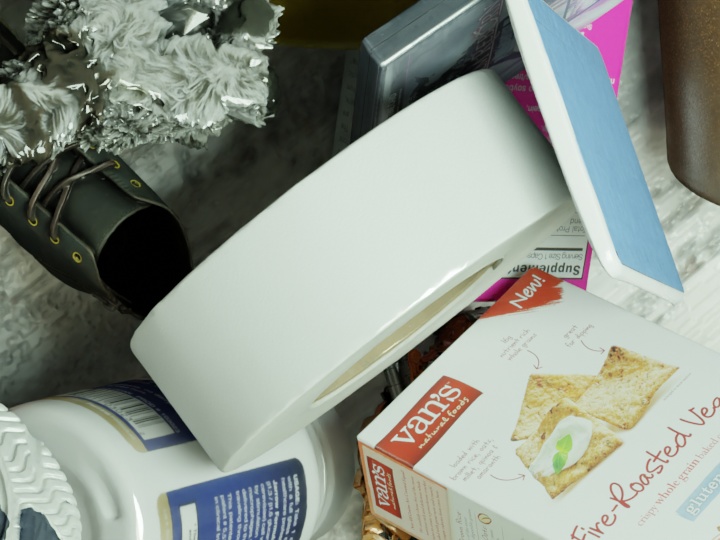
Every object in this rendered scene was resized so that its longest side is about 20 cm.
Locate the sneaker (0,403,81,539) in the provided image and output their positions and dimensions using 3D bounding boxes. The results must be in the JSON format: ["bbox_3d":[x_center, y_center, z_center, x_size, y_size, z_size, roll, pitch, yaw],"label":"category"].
[{"bbox_3d":[-0.221,0.106,1.242,0.198,0.080,0.130,23,128,0],"label":"sneaker"}]

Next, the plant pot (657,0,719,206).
[{"bbox_3d":[0.230,-0.141,1.424,0.199,0.200,0.199,-15,118,-25],"label":"plant pot"}]

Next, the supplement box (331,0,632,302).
[{"bbox_3d":[0.057,-0.092,1.387,0.103,0.101,0.201,2,104,-31],"label":"supplement box"}]

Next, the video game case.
[{"bbox_3d":[0.081,-0.124,1.259,0.200,0.143,0.019,-36,78,-12],"label":"video game case"}]

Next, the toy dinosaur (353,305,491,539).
[{"bbox_3d":[0.035,0.099,1.407,0.200,0.102,0.136,-43,114,-34],"label":"toy dinosaur"}]

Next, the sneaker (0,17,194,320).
[{"bbox_3d":[-0.148,-0.059,1.280,0.075,0.106,0.200,-50,120,-7],"label":"sneaker"}]

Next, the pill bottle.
[{"bbox_3d":[-0.088,0.103,1.324,0.200,0.111,0.112,-10,112,-58],"label":"pill bottle"}]

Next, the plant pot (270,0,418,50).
[{"bbox_3d":[-0.030,-0.199,1.273,0.199,0.200,0.143,18,72,-32],"label":"plant pot"}]

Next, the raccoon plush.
[{"bbox_3d":[-0.124,-0.085,1.234,0.199,0.134,0.097,-12,83,-23],"label":"raccoon plush"}]

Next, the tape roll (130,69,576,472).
[{"bbox_3d":[0.000,0.000,1.244,0.202,0.202,0.071,-36,84,-15],"label":"tape roll"}]

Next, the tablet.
[{"bbox_3d":[0.102,-0.051,1.248,0.014,0.200,0.131,-21,81,12],"label":"tablet"}]

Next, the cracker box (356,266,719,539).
[{"bbox_3d":[0.116,0.090,1.292,0.134,0.199,0.058,-43,141,-30],"label":"cracker box"}]
